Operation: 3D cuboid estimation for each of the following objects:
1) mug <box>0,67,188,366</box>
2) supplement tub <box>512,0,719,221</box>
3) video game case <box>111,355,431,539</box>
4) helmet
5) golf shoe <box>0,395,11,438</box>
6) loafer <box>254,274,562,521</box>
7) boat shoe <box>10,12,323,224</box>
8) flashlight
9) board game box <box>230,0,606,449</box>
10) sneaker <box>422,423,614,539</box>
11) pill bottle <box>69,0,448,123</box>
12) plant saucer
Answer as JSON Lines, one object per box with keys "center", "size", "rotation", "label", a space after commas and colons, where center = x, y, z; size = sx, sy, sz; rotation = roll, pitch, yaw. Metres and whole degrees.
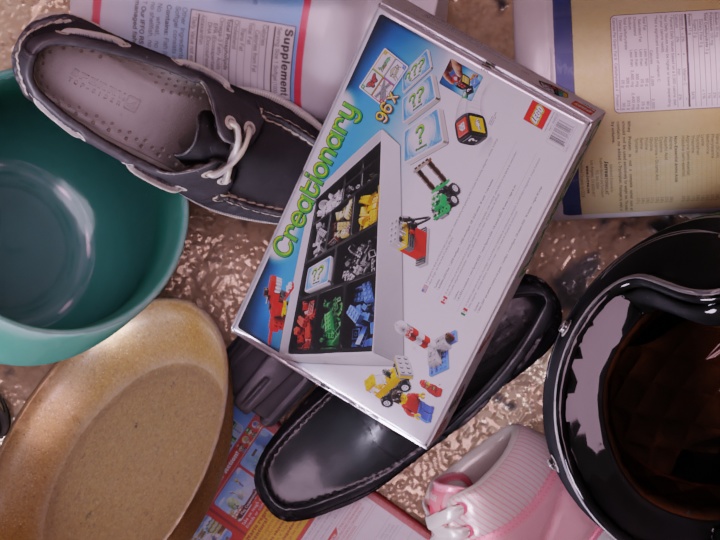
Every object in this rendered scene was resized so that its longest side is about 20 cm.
{"center": [-0.170, -0.022, 1.211], "size": [0.183, 0.114, 0.154], "rotation": [11, 71, -22], "label": "mug"}
{"center": [0.184, -0.102, 1.166], "size": [0.198, 0.144, 0.146], "rotation": [-2, 87, 6], "label": "supplement tub"}
{"center": [-0.063, 0.162, 1.243], "size": [0.199, 0.017, 0.144], "rotation": [35, 91, 7], "label": "video game case"}
{"center": [0.196, 0.061, 1.132], "size": [0.190, 0.199, 0.202], "rotation": [-16, 84, 46], "label": "helmet"}
{"center": [-0.296, 0.050, 1.238], "size": [0.199, 0.094, 0.078], "rotation": [25, 91, 9], "label": "golf shoe"}
{"center": [0.025, 0.067, 1.203], "size": [0.200, 0.070, 0.068], "rotation": [-35, 83, -3], "label": "loafer"}
{"center": [-0.091, -0.076, 1.149], "size": [0.199, 0.060, 0.074], "rotation": [29, 97, -14], "label": "boat shoe"}
{"center": [0.000, 0.000, 1.203], "size": [0.200, 0.068, 0.068], "rotation": [-47, 48, 7], "label": "flashlight"}
{"center": [0.027, -0.024, 1.126], "size": [0.126, 0.035, 0.201], "rotation": [30, 112, 11], "label": "board game box"}
{"center": [0.056, 0.174, 1.187], "size": [0.104, 0.075, 0.201], "rotation": [38, 84, -16], "label": "sneaker"}
{"center": [-0.054, -0.142, 1.213], "size": [0.198, 0.109, 0.110], "rotation": [9, 88, 6], "label": "pill bottle"}
{"center": [-0.134, 0.111, 1.195], "size": [0.035, 0.200, 0.201], "rotation": [37, 92, -35], "label": "plant saucer"}
